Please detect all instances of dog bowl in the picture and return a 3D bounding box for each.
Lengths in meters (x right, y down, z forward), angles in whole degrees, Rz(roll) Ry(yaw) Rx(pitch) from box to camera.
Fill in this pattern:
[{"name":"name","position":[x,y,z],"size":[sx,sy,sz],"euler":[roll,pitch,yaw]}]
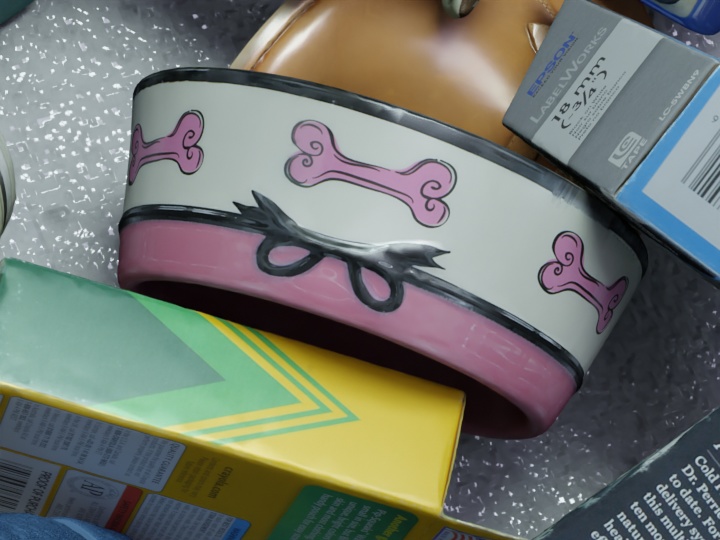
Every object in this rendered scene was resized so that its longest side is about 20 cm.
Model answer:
[{"name":"dog bowl","position":[0.000,0.000,0.930],"size":[0.200,0.200,0.074],"euler":[20,78,-7]}]

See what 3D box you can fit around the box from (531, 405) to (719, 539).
[{"name":"box","position":[0.094,0.148,0.877],"size":[0.196,0.200,0.124],"euler":[-30,78,-26]}]

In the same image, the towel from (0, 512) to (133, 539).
[{"name":"towel","position":[-0.087,0.128,0.842],"size":[0.049,0.200,0.112],"euler":[-36,78,4]}]

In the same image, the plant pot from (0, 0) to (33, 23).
[{"name":"plant pot","position":[-0.213,-0.141,0.960],"size":[0.200,0.141,0.141],"euler":[-16,71,-32]}]

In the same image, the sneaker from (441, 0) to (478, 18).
[{"name":"sneaker","position":[-0.035,-0.148,0.962],"size":[0.200,0.070,0.076],"euler":[10,95,-10]}]

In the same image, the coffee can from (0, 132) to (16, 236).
[{"name":"coffee can","position":[-0.205,0.032,0.816],"size":[0.146,0.146,0.200],"euler":[18,50,-7]}]

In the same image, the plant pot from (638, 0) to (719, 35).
[{"name":"plant pot","position":[0.129,-0.226,1.037],"size":[0.200,0.200,0.180],"euler":[31,45,1]}]

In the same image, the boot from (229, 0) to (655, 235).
[{"name":"boot","position":[0.049,-0.060,1.035],"size":[0.200,0.077,0.155],"euler":[-29,73,-37]}]

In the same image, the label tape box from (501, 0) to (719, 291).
[{"name":"label tape box","position":[0.132,-0.032,0.946],"size":[0.144,0.200,0.063],"euler":[35,94,-19]}]

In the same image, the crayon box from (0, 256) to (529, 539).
[{"name":"crayon box","position":[-0.047,0.068,0.916],"size":[0.200,0.126,0.052],"euler":[18,62,-8]}]
